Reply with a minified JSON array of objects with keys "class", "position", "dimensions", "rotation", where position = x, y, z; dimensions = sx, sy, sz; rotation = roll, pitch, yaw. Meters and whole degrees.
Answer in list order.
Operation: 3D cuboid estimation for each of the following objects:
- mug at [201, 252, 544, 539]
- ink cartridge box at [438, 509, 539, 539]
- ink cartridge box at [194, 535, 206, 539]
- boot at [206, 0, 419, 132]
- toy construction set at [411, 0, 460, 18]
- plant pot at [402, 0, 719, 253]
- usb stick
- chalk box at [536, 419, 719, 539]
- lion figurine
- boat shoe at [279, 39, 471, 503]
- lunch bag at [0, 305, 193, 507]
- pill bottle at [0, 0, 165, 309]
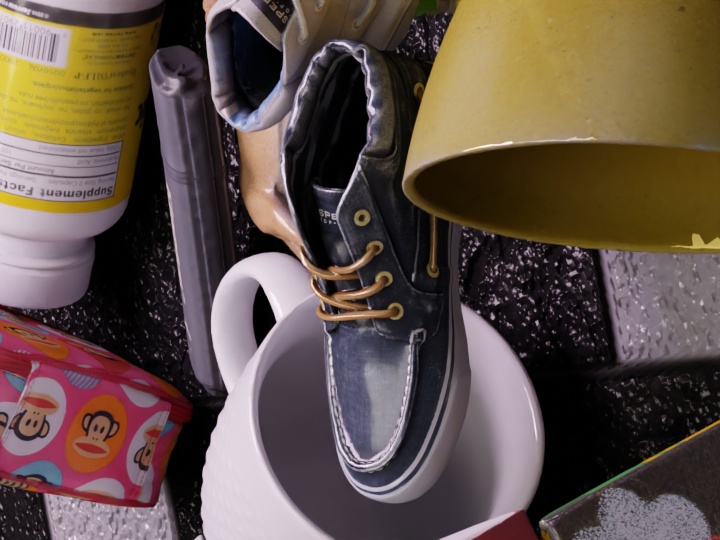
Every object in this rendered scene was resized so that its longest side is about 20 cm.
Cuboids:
[{"class":"mug","position":[-0.018,0.085,1.254],"dimensions":[0.201,0.147,0.176],"rotation":[62,153,16]},{"class":"ink cartridge box","position":[0.045,0.216,1.032],"dimensions":[0.146,0.082,0.201],"rotation":[-30,85,53]},{"class":"ink cartridge box","position":[-0.065,0.214,1.322],"dimensions":[0.116,0.068,0.200],"rotation":[48,180,-14]},{"class":"boot","position":[-0.012,-0.134,1.104],"dimensions":[0.073,0.095,0.200],"rotation":[41,148,15]},{"class":"toy construction set","position":[0.018,-0.185,1.198],"dimensions":[0.199,0.092,0.132],"rotation":[27,138,34]},{"class":"plant pot","position":[0.121,-0.097,1.061],"dimensions":[0.199,0.199,0.143],"rotation":[-7,75,46]},{"class":"usb stick","position":[-0.085,-0.025,1.342],"dimensions":[0.056,0.032,0.201],"rotation":[-127,26,-53]},{"class":"chalk box","position":[0.182,0.128,1.054],"dimensions":[0.125,0.199,0.124],"rotation":[60,166,20]},{"class":"lion figurine","position":[-0.039,-0.073,1.301],"dimensions":[0.122,0.072,0.202],"rotation":[30,124,48]},{"class":"boat shoe","position":[0.000,0.000,1.118],"dimensions":[0.070,0.091,0.202],"rotation":[0,82,34]},{"class":"lunch bag","position":[-0.210,0.062,1.411],"dimensions":[0.176,0.199,0.082],"rotation":[23,90,40]},{"class":"pill bottle","position":[-0.176,-0.085,1.409],"dimensions":[0.111,0.111,0.201],"rotation":[33,121,36]}]
